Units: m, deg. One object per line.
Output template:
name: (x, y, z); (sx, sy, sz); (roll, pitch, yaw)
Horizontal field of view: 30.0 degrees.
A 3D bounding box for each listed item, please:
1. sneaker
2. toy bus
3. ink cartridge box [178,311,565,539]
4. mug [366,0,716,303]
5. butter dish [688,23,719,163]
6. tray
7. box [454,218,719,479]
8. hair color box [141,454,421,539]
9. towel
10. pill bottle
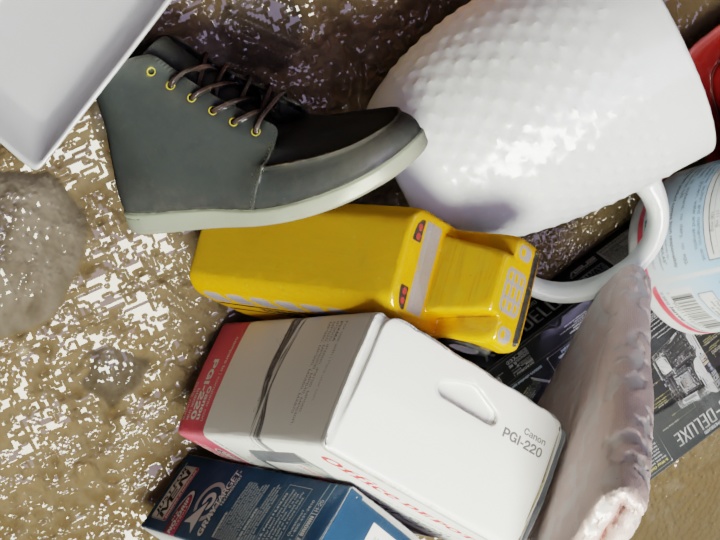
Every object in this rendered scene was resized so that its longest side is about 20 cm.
sneaker: (-0.066, -0.085, 0.751); (0.199, 0.075, 0.107); (-9, 113, 26)
toy bus: (0.000, 0.000, 0.777); (0.078, 0.199, 0.065); (30, 72, -48)
ink cartridge box: (0.001, 0.095, 0.802); (0.145, 0.200, 0.085); (32, 69, -24)
mug: (0.111, -0.074, 0.811); (0.175, 0.148, 0.200); (-27, 104, 5)
butter dish: (0.342, -0.098, 0.884); (0.200, 0.148, 0.200); (-33, 114, -5)
tray: (-0.154, -0.163, 0.748); (0.107, 0.022, 0.200); (39, 94, 10)
box: (0.162, 0.083, 0.942); (0.200, 0.050, 0.158); (-37, 116, -3)
hair color box: (-0.042, 0.170, 0.821); (0.100, 0.200, 0.061); (43, 66, -26)
towel: (0.121, 0.122, 0.780); (0.032, 0.200, 0.191); (20, 126, -3)
pill bottle: (0.267, -0.026, 0.812); (0.108, 0.200, 0.109); (7, 77, -33)
